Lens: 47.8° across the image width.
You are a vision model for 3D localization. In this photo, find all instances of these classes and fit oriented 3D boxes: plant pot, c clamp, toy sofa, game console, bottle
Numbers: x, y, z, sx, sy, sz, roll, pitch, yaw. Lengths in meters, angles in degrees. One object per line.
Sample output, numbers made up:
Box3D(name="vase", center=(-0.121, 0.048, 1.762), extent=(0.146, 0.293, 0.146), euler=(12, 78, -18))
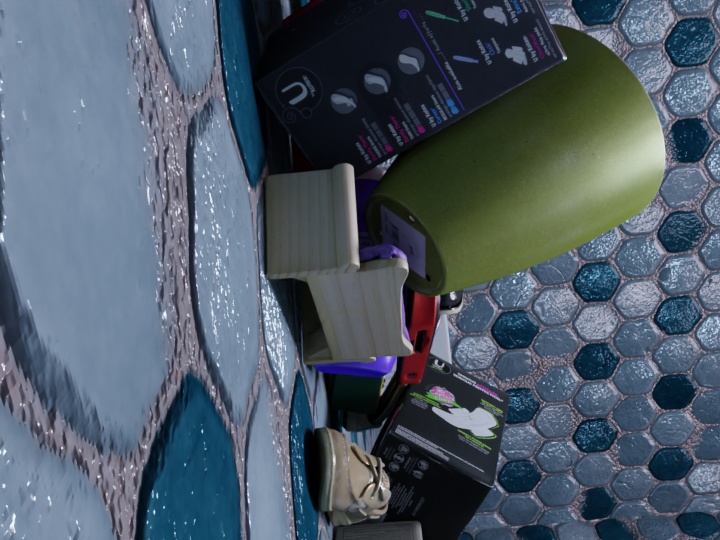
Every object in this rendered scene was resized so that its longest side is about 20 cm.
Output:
Box3D(name="plant pot", center=(0.106, -0.070, 0.661), extent=(0.187, 0.200, 0.187), euler=(43, -26, 26))
Box3D(name="c clamp", center=(0.054, 0.089, 0.995), extent=(0.200, 0.027, 0.171), euler=(-62, -165, 4))
Box3D(name="toy sofa", center=(-0.011, 0.003, 0.643), extent=(0.200, 0.097, 0.083), euler=(79, 7, -64))
Box3D(name="game console", center=(0.053, 0.004, 0.801), extent=(0.200, 0.031, 0.177), euler=(94, -3, -61))
Box3D(name="bottle", center=(0.000, 0.000, 0.785), extent=(0.065, 0.083, 0.200), euler=(119, -22, -75))

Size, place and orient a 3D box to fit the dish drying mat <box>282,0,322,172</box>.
Box3D(name="dish drying mat", center=(-0.040, -0.144, 0.746), extent=(0.077, 0.018, 0.200), euler=(-11, -97, 53))

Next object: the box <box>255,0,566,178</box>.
Box3D(name="box", center=(0.033, -0.170, 0.616), extent=(0.106, 0.200, 0.122), euler=(54, 17, -27))

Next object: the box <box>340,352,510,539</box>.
Box3D(name="box", center=(0.079, 0.215, 0.942), extent=(0.149, 0.124, 0.200), euler=(-64, 175, 25))

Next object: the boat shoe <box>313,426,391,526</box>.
Box3D(name="boat shoe", center=(-0.005, 0.193, 0.756), extent=(0.200, 0.065, 0.072), euler=(81, 4, -60))

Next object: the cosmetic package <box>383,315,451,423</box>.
Box3D(name="cosmetic package", center=(0.058, 0.132, 1.295), extent=(0.165, 0.165, 0.200), euler=(82, 4, -66))

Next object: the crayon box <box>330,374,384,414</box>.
Box3D(name="crayon box", center=(0.010, 0.035, 0.951), extent=(0.200, 0.058, 0.173), euler=(-83, -179, -48))

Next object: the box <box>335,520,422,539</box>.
Box3D(name="box", center=(0.020, 0.324, 0.767), extent=(0.200, 0.095, 0.078), euler=(-80, 165, -77))

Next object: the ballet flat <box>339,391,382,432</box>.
Box3D(name="ballet flat", center=(0.000, 0.126, 1.088), extent=(0.067, 0.062, 0.200), euler=(96, -8, -54))

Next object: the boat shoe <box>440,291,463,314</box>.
Box3D(name="boat shoe", center=(0.082, -0.018, 0.964), extent=(0.201, 0.074, 0.063), euler=(-95, -168, -60))
